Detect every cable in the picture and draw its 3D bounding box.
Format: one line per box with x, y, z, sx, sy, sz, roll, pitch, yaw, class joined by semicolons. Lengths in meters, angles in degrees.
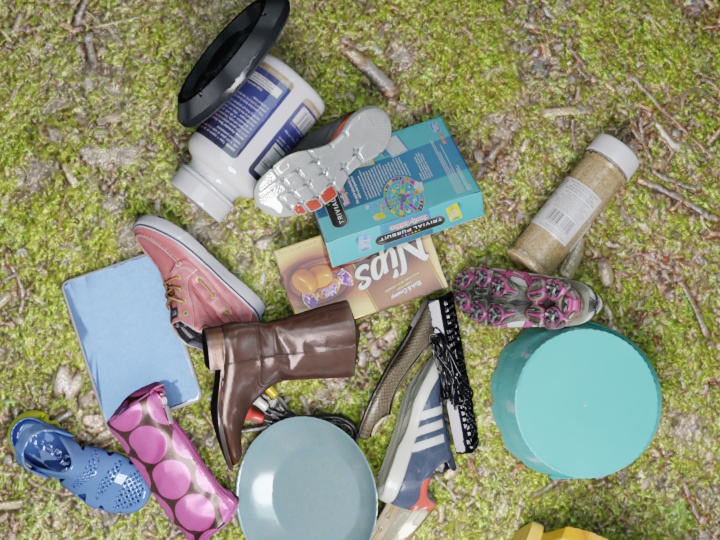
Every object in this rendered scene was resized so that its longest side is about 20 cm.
-0.101;0.188;1.394;0.199;0.050;0.098;31;90;-1;cable

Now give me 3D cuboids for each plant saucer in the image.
-0.062;0.282;1.371;0.199;0.039;0.204;-2;86;25;plant saucer

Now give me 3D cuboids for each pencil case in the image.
-0.225;0.235;1.354;0.093;0.091;0.201;-31;98;21;pencil case

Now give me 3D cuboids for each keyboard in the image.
0.126;0.130;1.372;0.039;0.104;0.202;-9;95;25;keyboard

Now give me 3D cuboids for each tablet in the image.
-0.291;0.090;1.408;0.129;0.014;0.202;-19;87;-4;tablet

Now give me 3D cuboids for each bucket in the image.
0.266;0.161;1.373;0.205;0.135;0.210;0;88;-3;bucket

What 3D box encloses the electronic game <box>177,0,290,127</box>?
-0.156;-0.256;1.351;0.042;0.200;0.201;39;85;-24;electronic game

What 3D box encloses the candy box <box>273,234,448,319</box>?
0.000;0.000;1.409;0.198;0.056;0.118;-18;87;-3;candy box

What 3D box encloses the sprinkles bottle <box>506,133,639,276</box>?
0.273;-0.080;1.422;0.068;0.068;0.200;39;85;0;sprinkles bottle

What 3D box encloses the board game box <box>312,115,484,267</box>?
0.035;-0.101;1.381;0.198;0.047;0.152;-19;48;-4;board game box

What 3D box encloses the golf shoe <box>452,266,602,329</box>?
0.205;0.038;1.380;0.092;0.199;0.074;3;95;-47;golf shoe

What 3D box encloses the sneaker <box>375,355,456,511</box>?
0.088;0.205;1.382;0.084;0.075;0.202;24;71;-9;sneaker

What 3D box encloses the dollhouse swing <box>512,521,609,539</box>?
0.278;0.412;1.338;0.198;0.176;0.183;24;85;-2;dollhouse swing

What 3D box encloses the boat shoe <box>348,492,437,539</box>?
0.012;0.345;1.382;0.065;0.072;0.200;39;79;5;boat shoe

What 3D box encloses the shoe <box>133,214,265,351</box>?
-0.218;0.023;1.374;0.200;0.071;0.091;40;59;-4;shoe

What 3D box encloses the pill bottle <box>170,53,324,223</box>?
-0.145;-0.162;1.383;0.111;0.111;0.201;39;85;0;pill bottle

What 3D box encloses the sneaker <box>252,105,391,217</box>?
-0.052;-0.133;1.366;0.199;0.082;0.078;-33;114;-17;sneaker

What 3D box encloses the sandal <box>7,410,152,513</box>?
-0.350;0.242;1.359;0.198;0.087;0.080;25;83;-3;sandal

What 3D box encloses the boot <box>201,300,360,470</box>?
-0.085;0.139;1.352;0.198;0.064;0.189;-9;107;-17;boot

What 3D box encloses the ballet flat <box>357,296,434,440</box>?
0.056;0.128;1.401;0.046;0.067;0.201;29;79;2;ballet flat
